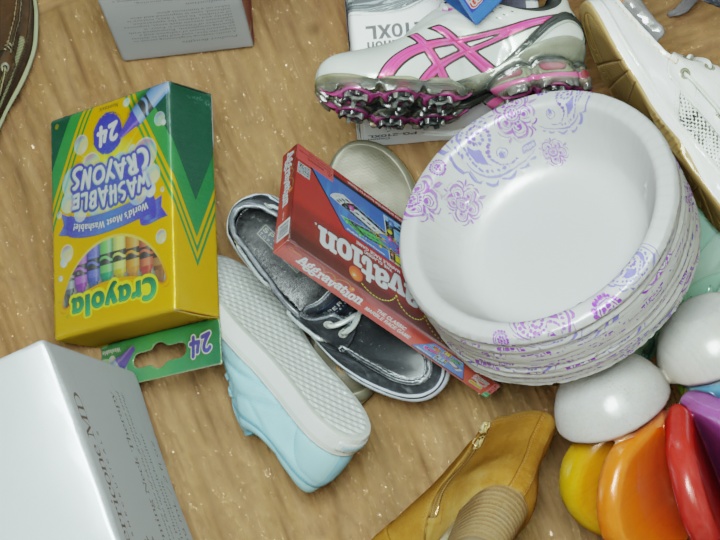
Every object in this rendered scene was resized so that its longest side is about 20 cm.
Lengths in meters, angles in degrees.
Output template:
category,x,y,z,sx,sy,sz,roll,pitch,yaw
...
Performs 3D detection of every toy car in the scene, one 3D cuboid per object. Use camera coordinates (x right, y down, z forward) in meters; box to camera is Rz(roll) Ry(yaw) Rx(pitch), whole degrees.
category,x,y,z,sx,sy,sz,roll,pitch,yaw
toy car,0.239,0.128,1.400,0.199,0.150,0.176,-28,110,-6

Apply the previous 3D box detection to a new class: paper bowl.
category,x,y,z,sx,sy,sz,roll,pitch,yaw
paper bowl,0.135,-0.014,1.401,0.199,0.105,0.202,-15,51,19

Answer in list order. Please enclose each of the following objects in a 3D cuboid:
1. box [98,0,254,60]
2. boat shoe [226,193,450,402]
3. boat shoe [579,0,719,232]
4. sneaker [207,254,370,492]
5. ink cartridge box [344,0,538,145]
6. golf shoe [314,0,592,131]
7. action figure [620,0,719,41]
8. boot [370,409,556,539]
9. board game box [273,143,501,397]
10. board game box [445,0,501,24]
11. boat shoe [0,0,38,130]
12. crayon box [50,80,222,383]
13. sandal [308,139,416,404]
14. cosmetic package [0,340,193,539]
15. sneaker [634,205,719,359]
category,x,y,z,sx,sy,sz,roll,pitch,yaw
box,-0.142,-0.263,1.501,0.105,0.200,0.154,-6,76,1
boat shoe,-0.016,0.020,1.452,0.200,0.068,0.072,45,92,-1
boat shoe,0.232,-0.120,1.455,0.069,0.071,0.201,-36,92,-5
sneaker,-0.077,0.077,1.485,0.200,0.074,0.082,53,122,30
ink cartridge box,0.059,-0.206,1.542,0.143,0.084,0.202,-5,77,0
golf shoe,0.062,-0.152,1.453,0.198,0.073,0.093,-5,72,-11
action figure,0.205,-0.276,1.522,0.200,0.104,0.195,-39,107,-41
boot,0.056,0.182,1.450,0.071,0.201,0.144,45,41,-12
board game box,0.022,0.001,1.445,0.199,0.019,0.104,35,36,-26
board game box,0.100,-0.288,1.450,0.200,0.045,0.152,-45,49,-1
boat shoe,-0.290,-0.151,1.540,0.074,0.075,0.204,9,76,3
crayon box,-0.164,-0.023,1.487,0.125,0.051,0.202,-14,73,37
sandal,0.000,0.000,1.508,0.079,0.054,0.202,9,77,5
cosmetic package,-0.226,0.165,1.386,0.165,0.200,0.169,-24,78,7
sneaker,0.240,0.035,1.486,0.117,0.074,0.202,25,79,5
